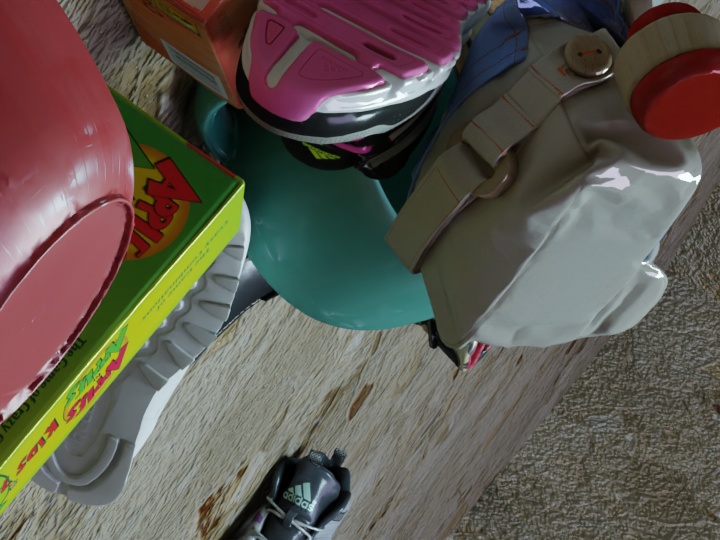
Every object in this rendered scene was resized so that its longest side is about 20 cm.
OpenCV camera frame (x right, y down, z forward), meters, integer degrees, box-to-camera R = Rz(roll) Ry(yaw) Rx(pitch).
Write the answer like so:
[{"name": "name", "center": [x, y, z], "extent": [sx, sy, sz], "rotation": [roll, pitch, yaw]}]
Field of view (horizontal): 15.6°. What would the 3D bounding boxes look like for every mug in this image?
[{"name": "mug", "center": [-0.003, -0.060, 1.257], "extent": [0.114, 0.185, 0.152], "rotation": [-20, -154, 39]}]

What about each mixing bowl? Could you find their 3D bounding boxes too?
[{"name": "mixing bowl", "center": [-0.142, -0.014, 0.821], "extent": [0.200, 0.108, 0.200], "rotation": [-52, 169, -15]}]

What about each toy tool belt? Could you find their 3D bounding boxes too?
[{"name": "toy tool belt", "center": [0.080, -0.065, 1.053], "extent": [0.125, 0.123, 0.200], "rotation": [-1, 145, -25]}]

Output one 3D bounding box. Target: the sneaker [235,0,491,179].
[{"name": "sneaker", "center": [-0.005, -0.072, 1.035], "extent": [0.088, 0.074, 0.200], "rotation": [-63, 174, 22]}]

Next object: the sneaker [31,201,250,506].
[{"name": "sneaker", "center": [-0.105, 0.020, 1.250], "extent": [0.200, 0.076, 0.081], "rotation": [-56, -178, 36]}]

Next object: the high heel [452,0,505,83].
[{"name": "high heel", "center": [0.049, -0.080, 1.180], "extent": [0.071, 0.142, 0.200], "rotation": [-12, -118, 47]}]

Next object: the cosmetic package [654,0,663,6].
[{"name": "cosmetic package", "center": [0.120, -0.164, 1.539], "extent": [0.200, 0.090, 0.107], "rotation": [-43, 171, 8]}]

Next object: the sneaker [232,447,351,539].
[{"name": "sneaker", "center": [-0.061, 0.198, 2.015], "extent": [0.140, 0.078, 0.200], "rotation": [-62, 177, 30]}]

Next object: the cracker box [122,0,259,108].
[{"name": "cracker box", "center": [-0.016, -0.171, 1.034], "extent": [0.200, 0.058, 0.134], "rotation": [-54, 171, -6]}]

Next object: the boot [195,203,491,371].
[{"name": "boot", "center": [0.000, 0.000, 1.359], "extent": [0.200, 0.150, 0.073], "rotation": [-50, 169, -27]}]

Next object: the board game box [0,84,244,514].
[{"name": "board game box", "center": [-0.142, 0.020, 0.944], "extent": [0.200, 0.102, 0.048], "rotation": [-51, 171, -21]}]
